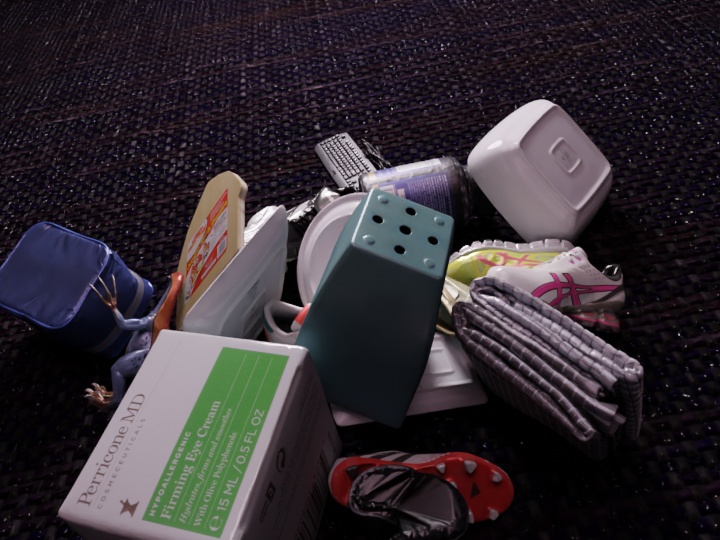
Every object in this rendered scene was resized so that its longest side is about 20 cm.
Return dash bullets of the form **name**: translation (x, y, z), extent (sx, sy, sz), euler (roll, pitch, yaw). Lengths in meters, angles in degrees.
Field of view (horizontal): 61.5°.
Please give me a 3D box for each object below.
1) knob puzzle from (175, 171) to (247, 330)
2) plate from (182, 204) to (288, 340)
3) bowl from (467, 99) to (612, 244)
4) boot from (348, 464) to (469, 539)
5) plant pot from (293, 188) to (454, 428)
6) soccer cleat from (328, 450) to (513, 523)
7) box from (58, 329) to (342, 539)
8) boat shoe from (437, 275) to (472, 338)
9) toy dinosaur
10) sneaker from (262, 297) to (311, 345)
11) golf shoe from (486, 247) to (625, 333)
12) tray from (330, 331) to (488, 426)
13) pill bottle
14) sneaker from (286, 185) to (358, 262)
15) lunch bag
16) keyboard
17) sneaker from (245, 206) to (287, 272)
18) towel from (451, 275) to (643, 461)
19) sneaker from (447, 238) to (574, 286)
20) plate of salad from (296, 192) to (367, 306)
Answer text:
- **knob puzzle**: translation (-0.197, -0.045, 0.822), extent (0.030, 0.221, 0.222), euler (19, 34, -32)
- **plate**: translation (-0.146, 0.047, 0.759), extent (0.032, 0.202, 0.201), euler (28, 53, 9)
- **bowl**: translation (0.273, -0.145, 0.870), extent (0.201, 0.075, 0.199), euler (49, 59, -1)
- **boot**: translation (0.086, 0.256, 0.523), extent (0.196, 0.170, 0.077), euler (16, 50, 24)
- **plant pot**: translation (0.017, 0.030, 0.625), extent (0.138, 0.202, 0.143), euler (19, 44, 1)
- **soccer cleat**: translation (0.062, 0.221, 0.636), extent (0.195, 0.085, 0.071), euler (4, 86, -8)
- **box**: translation (-0.134, 0.201, 0.595), extent (0.167, 0.203, 0.202), euler (4, 48, 17)
- **boat shoe**: translation (0.076, 0.028, 0.796), extent (0.062, 0.075, 0.200), euler (-10, 33, -41)
- **toy dinosaur**: translation (-0.271, 0.097, 0.787), extent (0.200, 0.105, 0.182), euler (44, 79, 3)
- **sneaker**: translation (-0.049, 0.096, 0.755), extent (0.197, 0.095, 0.070), euler (24, 54, 30)
- **golf shoe**: translation (0.234, 0.014, 0.731), extent (0.196, 0.094, 0.072), euler (13, -3, -23)
- **tray**: translation (0.052, 0.117, 0.713), extent (0.195, 0.022, 0.109), euler (-3, 51, -22)
- **pill bottle**: translation (0.100, -0.107, 0.911), extent (0.195, 0.113, 0.113), euler (-11, 45, 0)
- **sneaker**: translation (-0.067, -0.080, 0.892), extent (0.067, 0.090, 0.199), euler (52, 41, 1)
- **lunch bag**: translation (-0.409, 0.032, 0.863), extent (0.196, 0.133, 0.138), euler (19, 68, 25)
- **keyboard**: translation (-0.009, -0.199, 1.072), extent (0.102, 0.040, 0.201), euler (-23, 48, -11)
- **sneaker**: translation (-0.159, -0.017, 0.901), extent (0.098, 0.079, 0.200), euler (29, 58, 28)
- **towel**: translation (0.193, 0.111, 0.642), extent (0.086, 0.166, 0.199), euler (-47, 54, -9)
- **sneaker**: translation (0.198, 0.014, 0.802), extent (0.195, 0.079, 0.092), euler (-8, 51, 5)
- **plate of salad**: translation (0.000, 0.000, 0.808), extent (0.196, 0.048, 0.206), euler (-2, 87, 30)
